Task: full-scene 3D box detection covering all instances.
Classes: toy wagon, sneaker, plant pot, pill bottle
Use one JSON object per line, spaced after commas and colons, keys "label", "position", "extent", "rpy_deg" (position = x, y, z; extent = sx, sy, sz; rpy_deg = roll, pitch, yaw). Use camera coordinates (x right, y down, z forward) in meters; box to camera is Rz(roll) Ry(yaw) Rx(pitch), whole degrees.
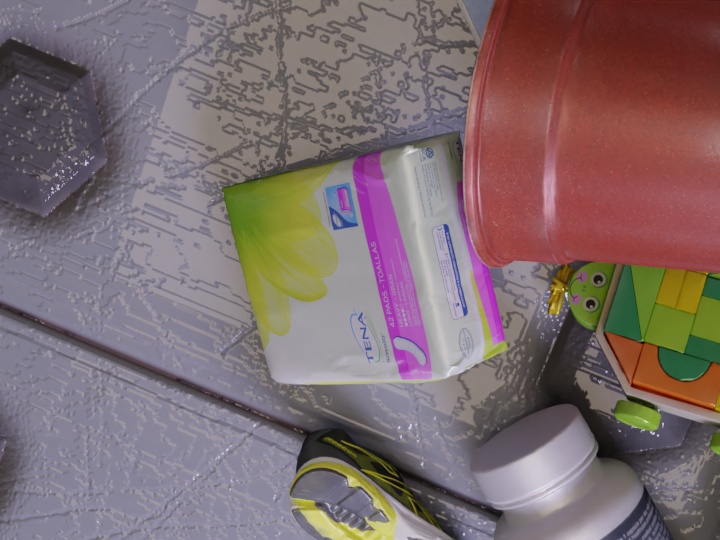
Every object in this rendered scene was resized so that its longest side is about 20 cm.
{"label": "toy wagon", "position": [0.223, 0.036, 0.820], "extent": [0.197, 0.040, 0.157], "rpy_deg": [16, 78, 20]}
{"label": "sneaker", "position": [0.027, 0.188, 0.886], "extent": [0.074, 0.085, 0.200], "rpy_deg": [-35, 116, 18]}
{"label": "plant pot", "position": [0.186, -0.084, 0.713], "extent": [0.192, 0.200, 0.204], "rpy_deg": [12, 102, 24]}
{"label": "pill bottle", "position": [0.165, 0.205, 0.847], "extent": [0.118, 0.120, 0.202], "rpy_deg": [-28, 95, 10]}

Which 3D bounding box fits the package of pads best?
{"label": "package of pads", "position": [0.000, 0.000, 0.811], "extent": [0.198, 0.068, 0.157], "rpy_deg": [-6, 100, 48]}

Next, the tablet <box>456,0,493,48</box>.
{"label": "tablet", "position": [0.165, -0.138, 0.842], "extent": [0.129, 0.014, 0.202], "rpy_deg": [-25, 95, 11]}
